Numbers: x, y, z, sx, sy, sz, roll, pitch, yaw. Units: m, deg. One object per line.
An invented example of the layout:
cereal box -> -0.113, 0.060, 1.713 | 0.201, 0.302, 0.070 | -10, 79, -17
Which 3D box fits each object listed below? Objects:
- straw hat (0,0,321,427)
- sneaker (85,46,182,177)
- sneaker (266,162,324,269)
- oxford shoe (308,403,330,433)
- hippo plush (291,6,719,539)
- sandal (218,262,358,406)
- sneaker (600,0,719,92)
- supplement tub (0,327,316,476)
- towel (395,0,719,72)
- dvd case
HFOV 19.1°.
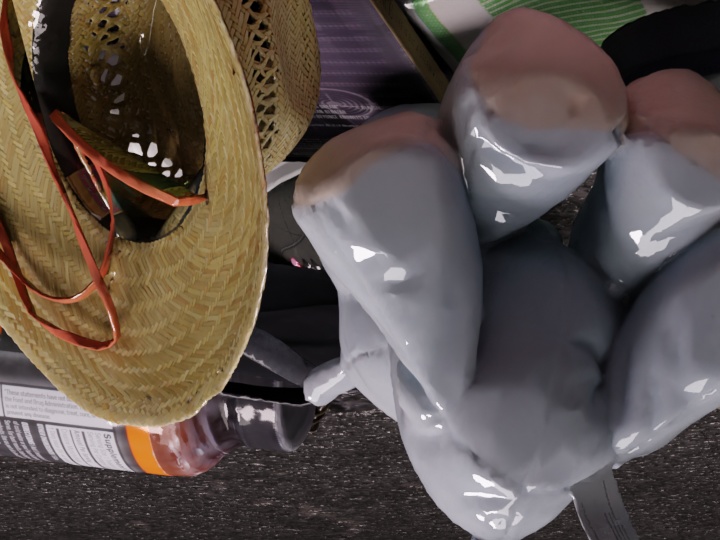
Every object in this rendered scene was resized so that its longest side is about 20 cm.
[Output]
straw hat -> -0.058, -0.058, 0.640 | 0.085, 0.202, 0.201 | -24, 180, -35
sneaker -> -0.150, -0.032, 0.761 | 0.199, 0.071, 0.080 | -3, -155, 31
sneaker -> 0.000, 0.000, 0.917 | 0.070, 0.100, 0.200 | 5, 164, -23
oxford shoe -> -0.027, 0.045, 1.066 | 0.072, 0.085, 0.200 | 0, 171, -31
hippo plush -> 0.059, 0.011, 0.721 | 0.158, 0.201, 0.161 | -15, -172, -6
sandal -> -0.054, 0.025, 0.793 | 0.199, 0.043, 0.076 | 14, 150, -40
sneaker -> 0.174, -0.040, 0.730 | 0.199, 0.083, 0.070 | 7, 163, -21
supplement tub -> -0.121, 0.038, 0.996 | 0.199, 0.108, 0.107 | 5, 165, 14
towel -> 0.126, -0.088, 0.751 | 0.199, 0.024, 0.153 | -5, 162, 19
dvd case -> -0.049, -0.079, 0.759 | 0.148, 0.016, 0.200 | 3, 164, 19
